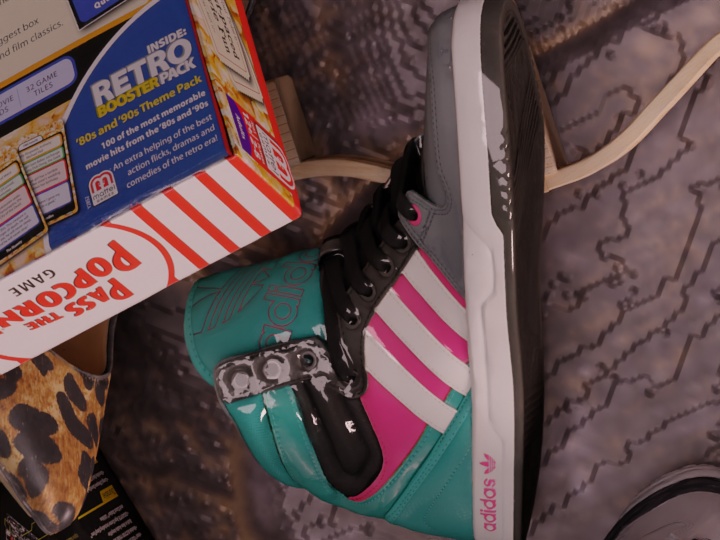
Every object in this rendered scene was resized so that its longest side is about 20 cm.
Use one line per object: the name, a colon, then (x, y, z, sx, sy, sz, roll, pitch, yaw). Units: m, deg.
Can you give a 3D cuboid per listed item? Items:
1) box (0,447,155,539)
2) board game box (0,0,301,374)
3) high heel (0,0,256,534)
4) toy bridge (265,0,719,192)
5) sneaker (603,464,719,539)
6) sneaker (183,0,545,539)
box: (-0.124, 0.100, 0.973, 0.049, 0.200, 0.160, -30, 89, 13)
board game box: (-0.114, -0.073, 0.929, 0.151, 0.046, 0.201, -26, 56, 16)
high heel: (-0.080, -0.020, 0.978, 0.142, 0.071, 0.201, -30, 51, 18)
toy bridge: (0.053, -0.059, 1.004, 0.199, 0.027, 0.068, -18, 93, 15)
sneaker: (0.074, 0.162, 0.978, 0.075, 0.115, 0.201, 31, 102, 8)
sneaker: (0.000, 0.000, 0.982, 0.120, 0.084, 0.201, 4, 117, 10)
